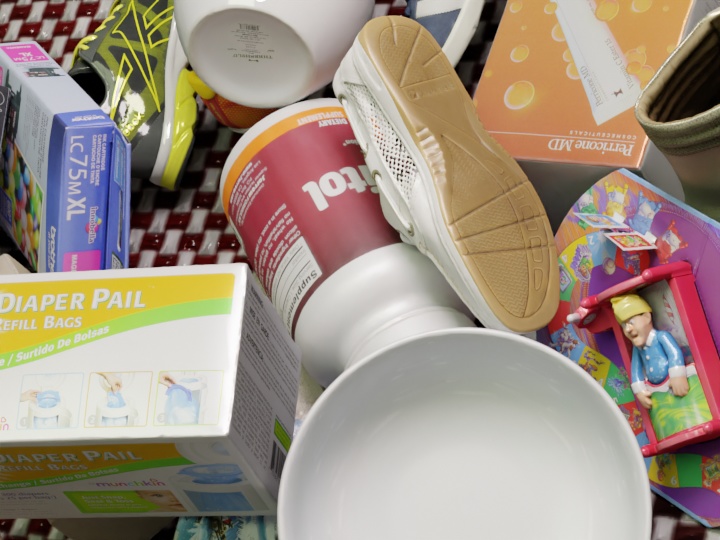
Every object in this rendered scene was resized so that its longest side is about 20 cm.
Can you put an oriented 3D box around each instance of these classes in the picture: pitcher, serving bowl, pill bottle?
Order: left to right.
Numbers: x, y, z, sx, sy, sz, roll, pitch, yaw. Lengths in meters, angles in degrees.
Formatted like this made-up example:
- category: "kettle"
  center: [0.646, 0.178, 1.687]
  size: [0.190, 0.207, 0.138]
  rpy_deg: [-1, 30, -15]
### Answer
- category: "pitcher"
  center: [-0.069, -0.197, 1.443]
  size: [0.171, 0.122, 0.200]
  rpy_deg: [3, 45, 14]
- category: "pill bottle"
  center: [0.000, 0.000, 1.365]
  size: [0.113, 0.113, 0.200]
  rpy_deg: [-36, 51, 7]
- category: "serving bowl"
  center: [0.056, 0.134, 1.251]
  size: [0.199, 0.066, 0.201]
  rpy_deg: [0, 81, 3]

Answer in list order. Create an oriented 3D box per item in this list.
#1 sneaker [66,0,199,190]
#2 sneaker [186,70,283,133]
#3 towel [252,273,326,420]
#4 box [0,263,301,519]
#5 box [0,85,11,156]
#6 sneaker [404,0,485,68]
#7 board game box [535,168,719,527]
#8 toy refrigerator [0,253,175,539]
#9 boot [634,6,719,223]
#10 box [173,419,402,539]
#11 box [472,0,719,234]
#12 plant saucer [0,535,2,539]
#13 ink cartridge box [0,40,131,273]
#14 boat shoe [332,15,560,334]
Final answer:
- category: "sneaker"
  center: [-0.155, -0.149, 1.548]
  size: [0.075, 0.084, 0.201]
  rpy_deg: [121, 149, -50]
- category: "sneaker"
  center: [-0.048, -0.188, 1.530]
  size: [0.073, 0.077, 0.201]
  rpy_deg: [8, 65, 35]
- category: "towel"
  center: [-0.115, 0.062, 1.382]
  size: [0.199, 0.035, 0.133]
  rpy_deg: [-7, 49, -15]
- category: "box"
  center: [-0.146, 0.069, 1.261]
  size: [0.199, 0.113, 0.102]
  rpy_deg: [-3, 62, 15]
- category: "box"
  center: [-0.320, -0.035, 1.513]
  size: [0.200, 0.114, 0.133]
  rpy_deg: [-47, 32, 47]
- category: "sneaker"
  center: [0.046, -0.194, 1.432]
  size: [0.084, 0.075, 0.201]
  rpy_deg: [25, 106, -2]
- category: "board game box"
  center: [0.155, 0.045, 1.238]
  size: [0.200, 0.039, 0.159]
  rpy_deg: [35, 121, 40]
- category: "toy refrigerator"
  center: [-0.192, 0.088, 1.450]
  size: [0.070, 0.076, 0.200]
  rpy_deg: [-40, 51, 3]
- category: "boot"
  center: [0.250, -0.095, 1.245]
  size: [0.200, 0.155, 0.072]
  rpy_deg: [-34, 46, 1]
- category: "box"
  center: [-0.043, 0.183, 1.286]
  size: [0.136, 0.040, 0.201]
  rpy_deg: [14, 66, -1]
- category: "box"
  center: [0.155, -0.126, 1.359]
  size: [0.124, 0.097, 0.201]
  rpy_deg: [6, 66, 33]
- category: "plant saucer"
  center: [-0.267, 0.277, 1.406]
  size: [0.199, 0.037, 0.200]
  rpy_deg: [-37, 51, 6]
- category: "ink cartridge box"
  center: [-0.198, -0.061, 1.492]
  size: [0.200, 0.042, 0.120]
  rpy_deg: [40, 131, 53]
- category: "boat shoe"
  center: [0.045, -0.044, 1.294]
  size: [0.069, 0.071, 0.201]
  rpy_deg: [-45, 64, 47]
